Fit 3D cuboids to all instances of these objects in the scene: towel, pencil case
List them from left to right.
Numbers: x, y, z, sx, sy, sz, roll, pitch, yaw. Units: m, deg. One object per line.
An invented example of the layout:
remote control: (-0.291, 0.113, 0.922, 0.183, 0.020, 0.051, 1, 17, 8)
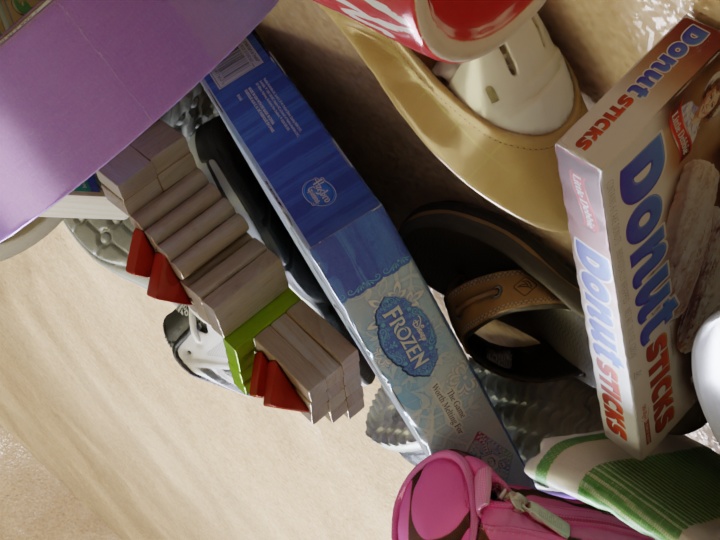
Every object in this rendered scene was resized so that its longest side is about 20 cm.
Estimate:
pencil case: (0.117, 0.139, 0.851, 0.094, 0.198, 0.091, -57, 32, 39)
towel: (0.179, 0.124, 0.767, 0.199, 0.024, 0.152, 32, -167, 27)

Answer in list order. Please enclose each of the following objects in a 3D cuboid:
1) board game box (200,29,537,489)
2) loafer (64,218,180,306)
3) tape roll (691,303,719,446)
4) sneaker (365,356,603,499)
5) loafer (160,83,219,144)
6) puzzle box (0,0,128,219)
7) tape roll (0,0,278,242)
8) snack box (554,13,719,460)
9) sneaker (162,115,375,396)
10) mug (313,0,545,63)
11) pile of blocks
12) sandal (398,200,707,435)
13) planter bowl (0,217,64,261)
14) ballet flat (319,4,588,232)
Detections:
board game box: (0.000, 0.000, 0.906, 0.200, 0.043, 0.200, 61, 177, -37)
loafer: (-0.123, -0.017, 1.181, 0.200, 0.070, 0.070, 39, -167, 19)
tape roll: (0.213, 0.064, 0.627, 0.200, 0.066, 0.201, 40, 161, 17)
sneaker: (0.096, 0.098, 0.980, 0.099, 0.070, 0.199, 39, 164, -30)
loafer: (-0.122, -0.088, 1.049, 0.070, 0.070, 0.200, 36, 163, 1)
puzzle box: (-0.196, -0.122, 0.963, 0.133, 0.025, 0.201, -1, -116, -56)
tape roll: (-0.125, -0.096, 0.819, 0.066, 0.200, 0.200, 50, 162, -14)
snack box: (0.115, -0.005, 0.687, 0.024, 0.072, 0.201, 36, 160, 31)
sneaker: (-0.078, 0.007, 1.045, 0.076, 0.114, 0.201, -85, -27, -50)
mug: (-0.030, -0.169, 0.570, 0.199, 0.134, 0.178, 33, 160, 26)
pile of blocks: (-0.081, 0.009, 0.949, 0.200, 0.062, 0.082, 51, 160, 6)
sandal: (0.081, 0.029, 0.864, 0.199, 0.055, 0.082, 36, 160, 36)
planter bowl: (-0.237, -0.086, 1.064, 0.201, 0.200, 0.135, 55, 170, -28)
ballet flat: (0.030, -0.097, 0.695, 0.200, 0.069, 0.063, 45, 149, 0)
